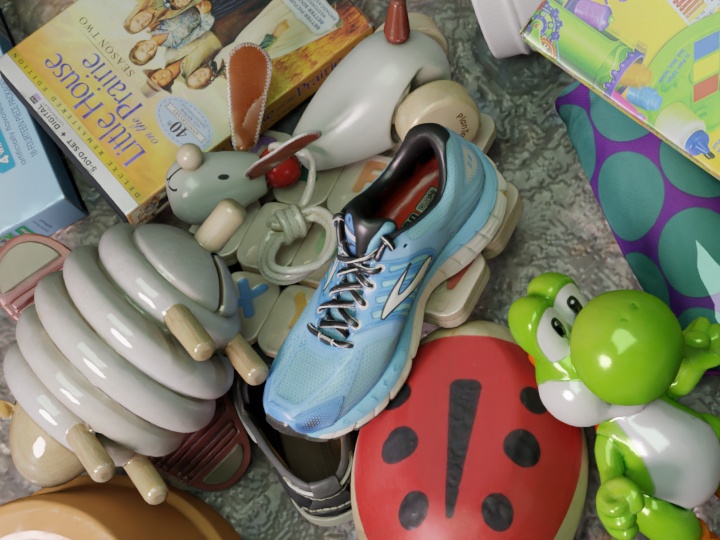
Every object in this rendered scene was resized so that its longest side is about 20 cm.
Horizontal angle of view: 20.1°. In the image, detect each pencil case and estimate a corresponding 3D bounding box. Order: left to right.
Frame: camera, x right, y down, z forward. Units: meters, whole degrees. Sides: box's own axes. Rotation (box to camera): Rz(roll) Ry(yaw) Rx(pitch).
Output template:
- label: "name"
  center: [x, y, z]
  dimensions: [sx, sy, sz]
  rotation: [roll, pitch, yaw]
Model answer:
- label: "pencil case"
  center: [0.191, -0.036, 1.176]
  dimensions: [0.092, 0.085, 0.201]
  rotation: [-14, 68, -28]

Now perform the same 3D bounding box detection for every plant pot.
- label: "plant pot"
  center: [-0.165, 0.209, 1.177]
  dimensions: [0.199, 0.140, 0.201]
  rotation: [-4, 74, 13]

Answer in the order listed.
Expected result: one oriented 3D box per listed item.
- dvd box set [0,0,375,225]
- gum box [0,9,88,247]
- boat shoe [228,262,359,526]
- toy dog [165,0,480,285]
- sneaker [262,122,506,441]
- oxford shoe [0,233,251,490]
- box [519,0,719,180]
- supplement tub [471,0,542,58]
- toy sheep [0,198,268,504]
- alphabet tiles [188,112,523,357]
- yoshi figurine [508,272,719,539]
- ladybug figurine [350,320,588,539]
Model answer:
- label: "dvd box set"
  center: [-0.111, -0.138, 1.287]
  dimensions: [0.200, 0.029, 0.146]
  rotation: [-38, 69, -11]
- label: "gum box"
  center: [-0.302, -0.067, 1.333]
  dimensions: [0.200, 0.045, 0.170]
  rotation: [-28, 71, 7]
- label: "boat shoe"
  center: [-0.049, 0.055, 1.224]
  dimensions: [0.072, 0.068, 0.200]
  rotation: [-28, 66, 7]
- label: "toy dog"
  center: [-0.024, -0.098, 1.206]
  dimensions: [0.200, 0.096, 0.132]
  rotation: [-40, 48, -17]
- label: "sneaker"
  center: [0.000, 0.000, 1.132]
  dimensions: [0.078, 0.090, 0.200]
  rotation: [23, 75, 32]
- label: "oxford shoe"
  center: [-0.140, 0.052, 1.251]
  dimensions: [0.070, 0.075, 0.200]
  rotation: [-42, 91, 1]
- label: "box"
  center: [0.221, -0.148, 1.069]
  dimensions: [0.192, 0.122, 0.200]
  rotation: [36, 97, 6]
- label: "supplement tub"
  center: [0.159, -0.213, 1.205]
  dimensions: [0.199, 0.132, 0.132]
  rotation: [-16, 73, 11]
- label: "toy sheep"
  center: [-0.127, 0.042, 1.147]
  dimensions: [0.200, 0.138, 0.138]
  rotation: [-47, 70, 6]
- label: "alphabet tiles"
  center: [-0.007, -0.029, 1.221]
  dimensions: [0.199, 0.015, 0.196]
  rotation: [14, 61, 30]
- label: "yoshi figurine"
  center: [0.162, 0.081, 1.093]
  dimensions: [0.112, 0.113, 0.200]
  rotation: [-34, 110, 25]
- label: "ladybug figurine"
  center: [0.060, 0.104, 1.144]
  dimensions: [0.135, 0.072, 0.200]
  rotation: [-1, 48, 7]
